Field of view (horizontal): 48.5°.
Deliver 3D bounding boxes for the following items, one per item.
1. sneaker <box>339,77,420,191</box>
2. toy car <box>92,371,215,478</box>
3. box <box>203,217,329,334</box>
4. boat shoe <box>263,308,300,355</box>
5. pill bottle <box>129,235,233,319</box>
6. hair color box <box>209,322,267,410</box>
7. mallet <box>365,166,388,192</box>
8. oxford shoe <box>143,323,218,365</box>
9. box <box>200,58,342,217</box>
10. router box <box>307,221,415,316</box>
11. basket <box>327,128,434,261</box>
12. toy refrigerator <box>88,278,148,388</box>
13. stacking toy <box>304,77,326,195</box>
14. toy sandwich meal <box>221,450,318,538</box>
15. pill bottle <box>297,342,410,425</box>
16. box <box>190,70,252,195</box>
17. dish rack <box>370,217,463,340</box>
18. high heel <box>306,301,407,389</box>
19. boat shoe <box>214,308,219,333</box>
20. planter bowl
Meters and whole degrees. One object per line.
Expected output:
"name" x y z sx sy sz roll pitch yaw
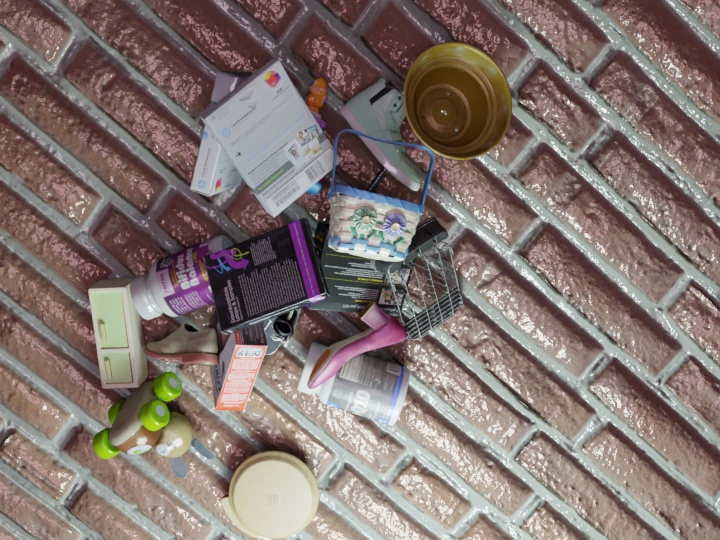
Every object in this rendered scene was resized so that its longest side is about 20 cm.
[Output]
"sneaker" 0.067 -0.245 1.411 0.118 0.074 0.201 -39 89 8
"toy car" -0.386 0.331 1.569 0.163 0.159 0.201 -31 113 23
"box" -0.164 0.010 1.382 0.197 0.036 0.145 -19 71 6
"boat shoe" -0.157 0.106 1.490 0.072 0.063 0.201 -5 141 -27
"pill bottle" -0.324 0.019 1.493 0.197 0.112 0.114 -21 103 8
"hair color box" -0.230 0.157 1.479 0.063 0.112 0.201 4 136 -23
"mallet" -0.001 -0.116 1.482 0.041 0.066 0.201 37 89 13
"oxford shoe" -0.339 0.140 1.528 0.197 0.070 0.076 -1 78 36
"box" -0.144 -0.216 1.314 0.155 0.041 0.201 -41 119 -11
"router box" 0.000 0.000 1.455 0.197 0.051 0.152 7 106 -30
"basket" 0.030 -0.121 1.335 0.173 0.139 0.204 9 86 -13
"toy refrigerator" -0.469 0.123 1.550 0.074 0.070 0.204 -2 105 3
"stacking toy" -0.099 -0.246 1.426 0.108 0.116 0.203 15 94 -4
"toy sandwich meal" -0.178 0.454 1.625 0.201 0.070 0.209 0 101 1
"pill bottle" -0.014 0.212 1.525 0.197 0.114 0.116 18 105 -1
"box" -0.227 -0.241 1.389 0.041 0.156 0.203 17 106 7
"dish rack" 0.112 0.023 1.467 0.152 0.054 0.202 -30 126 -16
"high heel" -0.007 0.157 1.453 0.096 0.067 0.201 42 85 -14
"boat shoe" -0.194 0.053 1.523 0.198 0.070 0.067 -30 65 14
"planter bowl" 0.156 -0.284 1.386 0.197 0.083 0.204 1 85 -15
